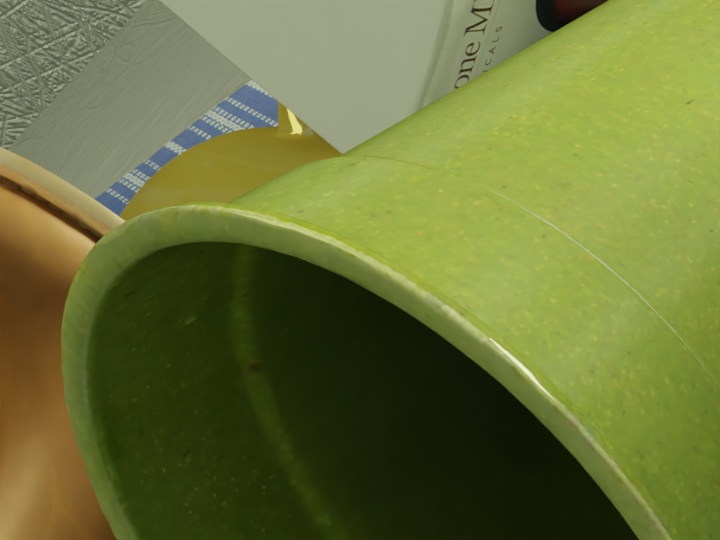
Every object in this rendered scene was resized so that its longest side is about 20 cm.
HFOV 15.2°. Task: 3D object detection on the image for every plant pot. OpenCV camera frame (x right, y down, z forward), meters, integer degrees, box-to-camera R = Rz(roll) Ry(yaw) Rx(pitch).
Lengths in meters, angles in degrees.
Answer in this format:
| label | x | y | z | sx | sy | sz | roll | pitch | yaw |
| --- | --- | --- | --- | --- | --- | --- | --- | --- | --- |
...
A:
| label | x | y | z | sx | sy | sz | roll | pitch | yaw |
| --- | --- | --- | --- | --- | --- | --- | --- | --- | --- |
| plant pot | 0.062 | 0.018 | 0.658 | 0.190 | 0.200 | 0.200 | -42 | 7 | -34 |

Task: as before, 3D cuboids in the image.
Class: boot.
| label | x | y | z | sx | sy | sz | roll | pitch | yaw |
| --- | --- | --- | --- | --- | --- | --- | --- | --- | --- |
| boot | -0.088 | 0.079 | 0.714 | 0.155 | 0.200 | 0.077 | -44 | 15 | -18 |

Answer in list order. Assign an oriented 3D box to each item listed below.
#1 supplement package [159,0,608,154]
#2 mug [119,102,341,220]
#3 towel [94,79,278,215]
| label | x | y | z | sx | sy | sz | roll | pitch | yaw |
| --- | --- | --- | --- | --- | --- | --- | --- | --- | --- |
| supplement package | 0.062 | -0.149 | 0.783 | 0.199 | 0.147 | 0.192 | -11 | -51 | -39 |
| mug | -0.004 | 0.009 | 0.893 | 0.149 | 0.187 | 0.153 | -34 | 15 | -24 |
| towel | -0.054 | -0.016 | 1.039 | 0.200 | 0.024 | 0.145 | -38 | 31 | -14 |
